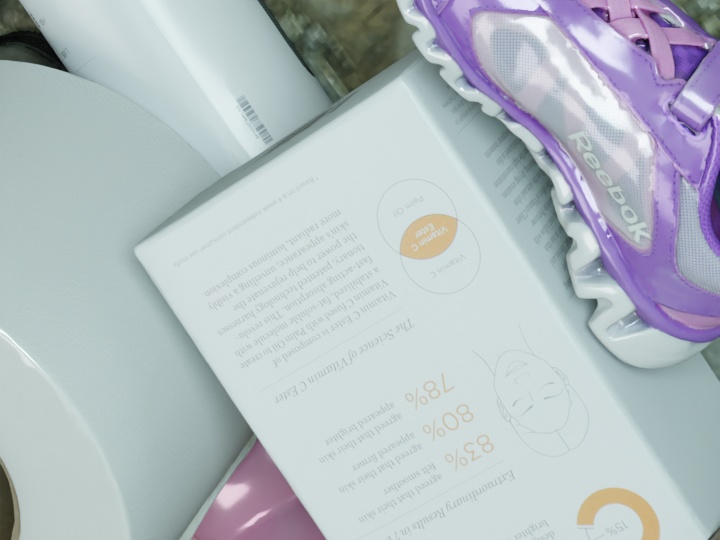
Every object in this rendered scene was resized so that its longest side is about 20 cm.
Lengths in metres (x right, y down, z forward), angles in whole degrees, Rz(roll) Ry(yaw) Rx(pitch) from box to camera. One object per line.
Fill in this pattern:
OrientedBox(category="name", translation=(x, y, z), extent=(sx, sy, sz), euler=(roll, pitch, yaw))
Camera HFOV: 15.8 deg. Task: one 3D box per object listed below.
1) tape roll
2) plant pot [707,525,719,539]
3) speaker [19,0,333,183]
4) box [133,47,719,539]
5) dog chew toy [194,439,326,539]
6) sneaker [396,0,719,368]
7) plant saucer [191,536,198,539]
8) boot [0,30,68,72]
OrientedBox(category="tape roll", translation=(-0.145, 0.039, 0.989), extent=(0.202, 0.139, 0.203), euler=(13, 128, 18))
OrientedBox(category="plant pot", translation=(0.205, 0.144, 0.772), extent=(0.198, 0.200, 0.200), euler=(45, 151, -4))
OrientedBox(category="speaker", translation=(-0.096, -0.119, 1.015), extent=(0.200, 0.081, 0.081), euler=(55, 151, -3))
OrientedBox(category="box", translation=(0.036, 0.032, 0.921), extent=(0.124, 0.097, 0.200), euler=(-31, 96, 25))
OrientedBox(category="dog chew toy", translation=(-0.027, 0.086, 1.109), extent=(0.200, 0.124, 0.125), euler=(59, 152, 6))
OrientedBox(category="sneaker", translation=(0.087, -0.062, 0.826), extent=(0.088, 0.080, 0.200), euler=(-11, 118, 51))
OrientedBox(category="plant saucer", translation=(-0.118, 0.128, 1.239), extent=(0.200, 0.051, 0.201), euler=(13, 162, 4))
OrientedBox(category="boot", translation=(-0.166, -0.046, 1.144), extent=(0.200, 0.131, 0.068), euler=(6, 126, 53))
